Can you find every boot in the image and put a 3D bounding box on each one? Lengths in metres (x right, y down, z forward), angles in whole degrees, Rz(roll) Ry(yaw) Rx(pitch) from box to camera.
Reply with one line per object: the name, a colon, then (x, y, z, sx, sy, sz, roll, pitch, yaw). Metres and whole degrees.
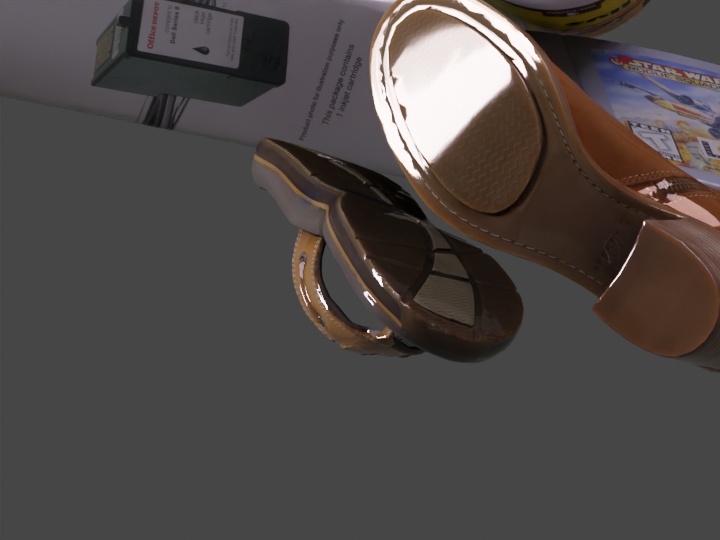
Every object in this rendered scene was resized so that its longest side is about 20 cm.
boot: (0.103, -0.035, 1.076, 0.200, 0.077, 0.155, 39, 16, 23)

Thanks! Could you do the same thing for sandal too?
sandal: (0.000, 0.000, 1.021, 0.081, 0.055, 0.200, 20, 11, -28)

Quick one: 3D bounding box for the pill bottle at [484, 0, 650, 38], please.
pill bottle: (0.094, -0.166, 1.250, 0.109, 0.110, 0.200, 22, 2, 6)

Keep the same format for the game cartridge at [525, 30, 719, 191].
game cartridge: (0.151, -0.056, 1.223, 0.199, 0.042, 0.133, 11, 34, -14)

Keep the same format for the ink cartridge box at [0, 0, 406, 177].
ink cartridge box: (-0.070, -0.127, 1.160, 0.199, 0.084, 0.146, 11, 30, -15)
